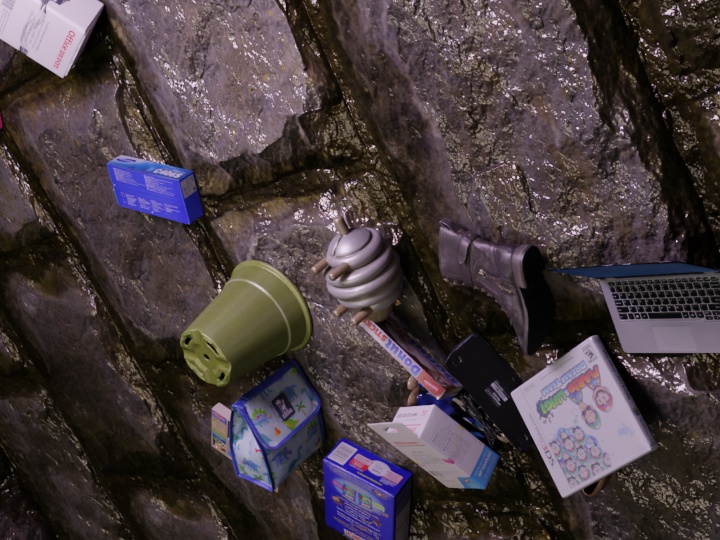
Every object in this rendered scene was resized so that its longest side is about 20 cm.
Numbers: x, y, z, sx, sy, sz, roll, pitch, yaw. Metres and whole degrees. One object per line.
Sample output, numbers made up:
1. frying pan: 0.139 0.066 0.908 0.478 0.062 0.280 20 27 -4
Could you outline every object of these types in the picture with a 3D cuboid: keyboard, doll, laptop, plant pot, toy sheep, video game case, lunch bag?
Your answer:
1. keyboard: 0.212 0.203 1.654 0.200 0.104 0.040 50 -179 2
2. doll: 0.176 0.236 1.723 0.200 0.048 0.137 20 132 26
3. laptop: 0.379 0.052 1.345 0.187 0.116 0.200 -4 117 44
4. plant pot: -0.226 0.112 1.887 0.200 0.190 0.200 24 134 28
5. toy sheep: 0.000 0.000 1.638 0.138 0.138 0.200 7 133 39
6. video game case: 0.328 0.221 1.529 0.200 0.024 0.182 -46 62 45
7. lunch bag: -0.166 0.294 1.985 0.127 0.170 0.200 13 126 36

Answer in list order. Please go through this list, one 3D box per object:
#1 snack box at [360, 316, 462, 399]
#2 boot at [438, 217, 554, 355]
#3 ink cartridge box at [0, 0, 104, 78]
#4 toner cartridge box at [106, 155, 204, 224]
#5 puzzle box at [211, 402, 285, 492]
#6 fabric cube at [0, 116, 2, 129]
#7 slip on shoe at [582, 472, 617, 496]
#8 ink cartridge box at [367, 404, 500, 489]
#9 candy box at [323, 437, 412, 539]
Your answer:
1. snack box: 0.079 0.136 1.693 0.200 0.072 0.024 43 109 22
2. boot: 0.196 0.022 1.539 0.174 0.069 0.200 14 125 42
3. ink cartridge box: -0.572 -0.456 1.801 0.200 0.084 0.145 32 142 -14
4. toner cartridge box: -0.391 -0.155 1.947 0.200 0.043 0.095 16 128 34
5. puzzle box: -0.245 0.388 2.241 0.200 0.025 0.133 29 135 23
6. fabric cube: -0.903 -0.369 2.131 0.200 0.199 0.197 24 132 27
7. slip on shoe: 0.362 0.260 1.560 0.076 0.061 0.200 23 133 28
8. ink cartridge box: 0.123 0.288 1.735 0.200 0.068 0.115 39 154 -18
9. candy box: 0.013 0.452 2.014 0.169 0.077 0.200 23 132 27
